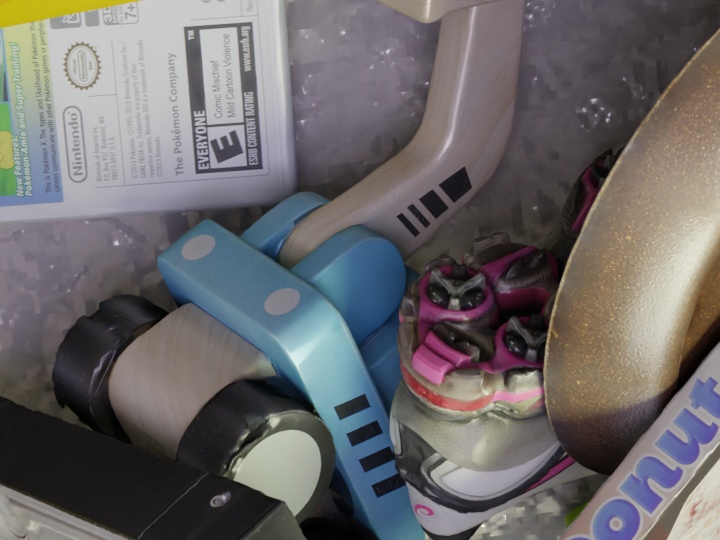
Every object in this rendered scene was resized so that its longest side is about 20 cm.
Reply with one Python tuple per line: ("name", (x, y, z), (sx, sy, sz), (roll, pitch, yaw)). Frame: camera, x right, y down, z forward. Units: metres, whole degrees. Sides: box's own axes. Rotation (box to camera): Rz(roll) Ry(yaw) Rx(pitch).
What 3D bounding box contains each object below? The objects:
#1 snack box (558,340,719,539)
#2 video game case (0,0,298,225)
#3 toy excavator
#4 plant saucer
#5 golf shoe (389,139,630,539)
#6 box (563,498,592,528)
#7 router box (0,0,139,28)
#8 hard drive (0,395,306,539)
("snack box", (0.101, 0.069, 0.844), (0.200, 0.024, 0.072), (-51, 148, -2))
("video game case", (-0.116, -0.112, 0.915), (0.181, 0.022, 0.201), (-4, 111, -2))
("toy excavator", (0.000, 0.000, 0.923), (0.200, 0.100, 0.195), (-39, 131, -19))
("plant saucer", (0.138, -0.012, 0.863), (0.200, 0.032, 0.201), (-32, 144, -27))
("golf shoe", (0.084, 0.017, 0.919), (0.199, 0.073, 0.092), (-27, 139, -33))
("box", (0.187, 0.077, 0.986), (0.200, 0.048, 0.122), (-38, 109, 10))
("router box", (-0.105, -0.134, 0.799), (0.148, 0.200, 0.051), (-12, 70, 1))
("hard drive", (-0.067, 0.115, 0.904), (0.038, 0.200, 0.140), (-40, 122, -25))
